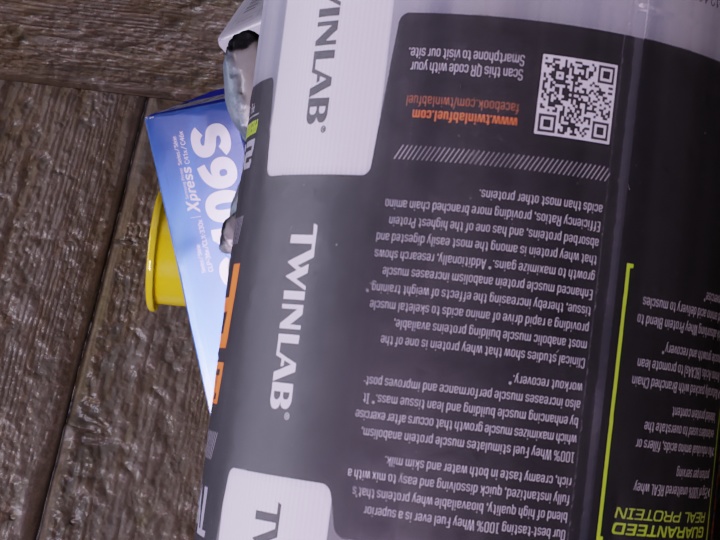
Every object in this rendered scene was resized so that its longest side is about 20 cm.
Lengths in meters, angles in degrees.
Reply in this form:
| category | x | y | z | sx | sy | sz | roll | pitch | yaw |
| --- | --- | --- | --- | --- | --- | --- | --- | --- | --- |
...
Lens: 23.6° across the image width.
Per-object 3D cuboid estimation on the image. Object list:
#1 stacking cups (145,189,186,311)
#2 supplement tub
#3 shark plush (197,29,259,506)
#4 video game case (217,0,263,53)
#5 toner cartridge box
| category | x | y | z | sx | sy | sz | roll | pitch | yaw |
| --- | --- | --- | --- | --- | --- | --- | --- | --- | --- |
| stacking cups | 0.000 | 0.000 | 0.825 | 0.061 | 0.199 | 0.061 | -174 | 90 | -88 |
| supplement tub | 0.027 | 0.020 | 0.411 | 0.123 | 0.122 | 0.201 | 79 | -162 | -85 |
| shark plush | -0.012 | 0.000 | 0.667 | 0.083 | 0.090 | 0.201 | 83 | -169 | -64 |
| video game case | 0.031 | -0.197 | 0.864 | 0.182 | 0.023 | 0.200 | -14 | 38 | 51 |
| toner cartridge box | -0.039 | 0.022 | 0.746 | 0.095 | 0.043 | 0.201 | -41 | -59 | -72 |
